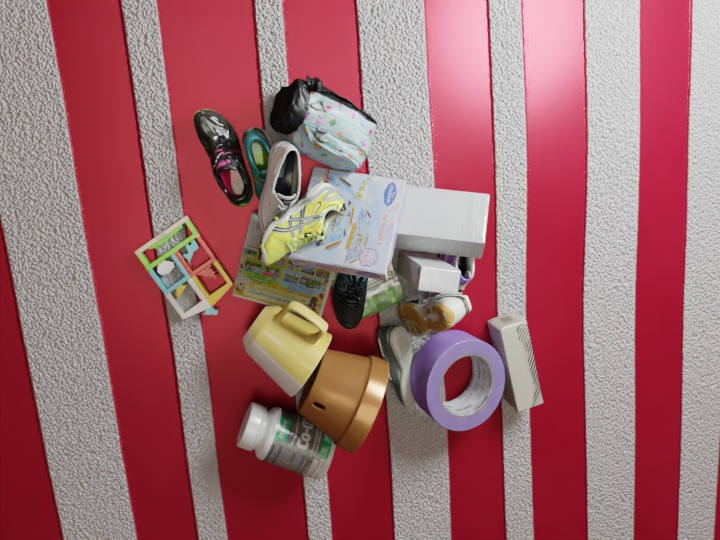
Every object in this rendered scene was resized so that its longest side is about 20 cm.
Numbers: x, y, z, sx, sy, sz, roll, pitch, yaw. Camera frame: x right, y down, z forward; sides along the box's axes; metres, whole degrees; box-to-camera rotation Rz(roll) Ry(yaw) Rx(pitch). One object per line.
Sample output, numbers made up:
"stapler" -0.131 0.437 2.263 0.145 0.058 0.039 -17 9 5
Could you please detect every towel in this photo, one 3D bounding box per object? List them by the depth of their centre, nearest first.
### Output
"towel" 0.000 0.000 1.286 0.146 0.031 0.204 -22 105 -2

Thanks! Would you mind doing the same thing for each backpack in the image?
"backpack" -0.069 -0.279 1.161 0.197 0.166 0.129 22 92 -27

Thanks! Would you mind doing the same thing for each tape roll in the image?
"tape roll" 0.213 0.240 1.309 0.195 0.085 0.205 -4 100 -21

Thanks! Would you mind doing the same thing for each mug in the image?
"mug" -0.150 0.139 1.230 0.152 0.150 0.188 36 101 -4

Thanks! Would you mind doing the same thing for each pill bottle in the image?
"pill bottle" -0.159 0.364 1.281 0.196 0.113 0.115 23 96 -13

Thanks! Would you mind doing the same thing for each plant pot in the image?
"plant pot" -0.043 0.257 1.240 0.138 0.200 0.204 24 96 -7

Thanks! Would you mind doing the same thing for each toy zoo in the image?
"toy zoo" -0.354 0.007 1.232 0.130 0.020 0.202 -34 104 -1

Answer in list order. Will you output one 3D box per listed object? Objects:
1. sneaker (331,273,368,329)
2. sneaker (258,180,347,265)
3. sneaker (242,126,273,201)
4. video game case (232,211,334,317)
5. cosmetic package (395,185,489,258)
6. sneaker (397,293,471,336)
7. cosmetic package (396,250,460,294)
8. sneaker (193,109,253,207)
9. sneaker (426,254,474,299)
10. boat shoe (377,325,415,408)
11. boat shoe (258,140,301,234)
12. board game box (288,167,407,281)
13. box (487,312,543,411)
"sneaker" -0.019 0.029 1.232 0.071 0.082 0.205 1 103 -8
"sneaker" -0.109 -0.081 1.120 0.200 0.076 0.076 -45 69 -6
"sneaker" -0.187 -0.185 1.189 0.076 0.080 0.203 -24 112 -2
"video game case" -0.152 -0.008 1.241 0.195 0.023 0.186 15 108 -9
"cosmetic package" 0.158 -0.100 1.214 0.195 0.081 0.115 8 70 10
"sneaker" 0.156 0.089 1.249 0.086 0.199 0.077 -24 99 -28
"cosmetic package" 0.134 0.003 1.214 0.080 0.200 0.052 5 99 -9
"sneaker" -0.264 -0.223 1.171 0.076 0.084 0.203 -27 103 -3
"sneaker" 0.194 0.036 1.275 0.071 0.114 0.206 6 101 -11
"boat shoe" 0.083 0.213 1.327 0.073 0.061 0.204 -36 120 -43
"boat shoe" -0.152 -0.142 1.139 0.072 0.065 0.205 -6 113 -26
"board game box" -0.022 -0.095 1.173 0.195 0.041 0.204 10 72 13
"box" 0.350 0.206 1.347 0.067 0.082 0.204 -17 104 -6
